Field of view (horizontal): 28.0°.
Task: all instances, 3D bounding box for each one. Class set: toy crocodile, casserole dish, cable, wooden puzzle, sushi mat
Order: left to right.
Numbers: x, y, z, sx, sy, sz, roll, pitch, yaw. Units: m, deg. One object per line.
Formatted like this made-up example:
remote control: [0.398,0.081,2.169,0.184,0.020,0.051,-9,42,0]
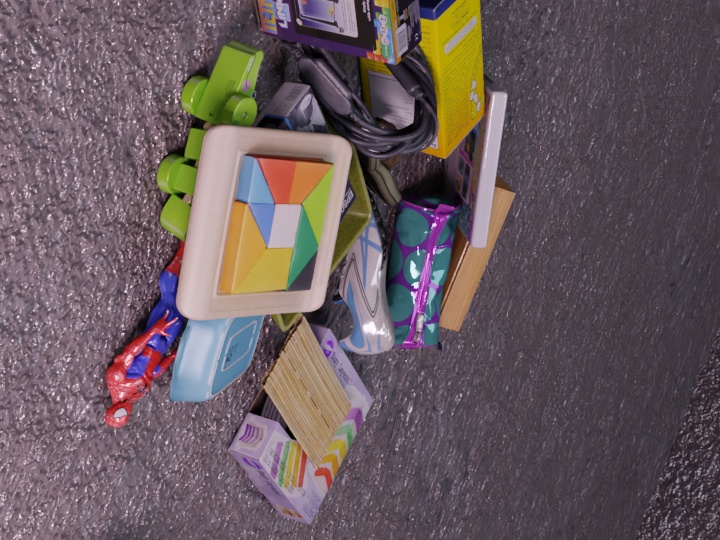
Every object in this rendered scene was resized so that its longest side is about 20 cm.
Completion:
toy crocodile: [-0.141,-0.122,1.387,0.062,0.067,0.200,15,93,-63]
casserole dish: [-0.139,0.070,1.471,0.200,0.039,0.121,-34,141,-74]
wooden puzzle: [-0.085,-0.044,1.398,0.200,0.037,0.185,-1,105,-52]
sushi mat: [-0.059,0.141,1.646,0.096,0.012,0.200,-58,148,-24]
cable: [0.009,-0.210,1.545,0.200,0.051,0.163,45,45,-13]

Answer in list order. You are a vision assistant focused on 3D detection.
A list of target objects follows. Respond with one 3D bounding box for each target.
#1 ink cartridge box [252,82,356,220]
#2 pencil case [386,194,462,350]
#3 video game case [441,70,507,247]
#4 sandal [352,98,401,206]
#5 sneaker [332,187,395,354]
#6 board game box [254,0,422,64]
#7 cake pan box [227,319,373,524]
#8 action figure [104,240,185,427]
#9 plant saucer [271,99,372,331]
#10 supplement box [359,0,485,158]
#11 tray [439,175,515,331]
ink cartridge box: [-0.057,-0.087,1.487,0.100,0.039,0.200,-58,143,-30]
pencil case: [0.076,0.002,1.847,0.085,0.092,0.200,4,104,-17]
video game case: [0.142,-0.152,1.838,0.182,0.024,0.200,-115,-151,-67]
sandal: [0.018,-0.144,1.658,0.057,0.080,0.201,-37,155,-5]
sneaker: [0.000,0.000,1.707,0.072,0.072,0.200,59,27,-77]
board game box: [-0.030,-0.309,1.382,0.057,0.165,0.200,-46,143,-38]
cake pan box: [-0.068,0.180,1.718,0.184,0.052,0.200,-63,151,-25]
action figure: [-0.197,0.064,1.413,0.200,0.052,0.065,-62,156,-18]
plant saucer: [-0.072,-0.071,1.563,0.200,0.048,0.200,-53,144,-34]
supplement box: [0.071,-0.249,1.672,0.110,0.109,0.200,-48,144,-40]
tray: [0.140,-0.030,1.913,0.099,0.037,0.200,-119,-132,-68]
